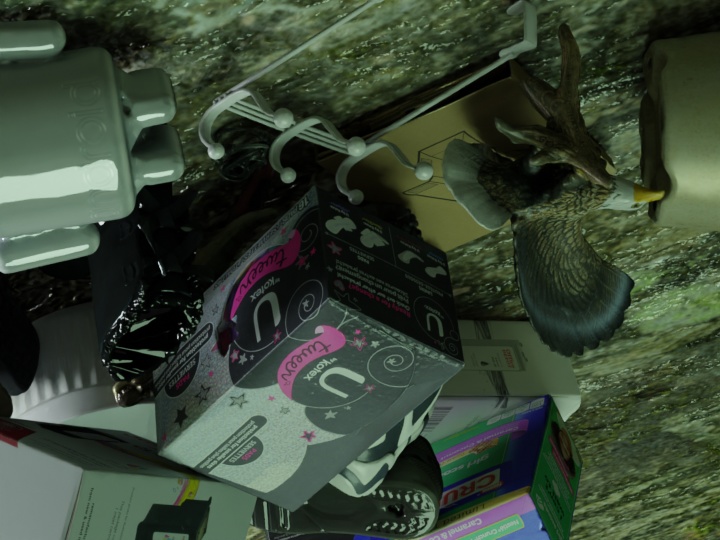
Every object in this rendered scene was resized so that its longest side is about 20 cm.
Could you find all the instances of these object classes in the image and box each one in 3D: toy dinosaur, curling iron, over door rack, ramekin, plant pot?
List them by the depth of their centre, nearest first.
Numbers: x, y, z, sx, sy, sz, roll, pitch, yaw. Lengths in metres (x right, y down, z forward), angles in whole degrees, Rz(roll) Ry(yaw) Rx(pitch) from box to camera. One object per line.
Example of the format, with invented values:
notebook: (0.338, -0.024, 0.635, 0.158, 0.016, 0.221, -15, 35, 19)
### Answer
over door rack: (0.008, -0.120, 1.542, 0.148, 0.067, 0.200, 17, 133, -43)
plant pot: (0.297, -0.101, 1.632, 0.183, 0.201, 0.201, -1, 151, -1)
curling iron: (-0.091, -0.052, 1.690, 0.049, 0.026, 0.200, 12, 153, -4)
toy dinosaur: (-0.142, 0.007, 1.705, 0.200, 0.088, 0.047, -55, 174, 23)
ramekin: (-0.204, 0.107, 1.838, 0.200, 0.105, 0.200, -11, 151, -6)

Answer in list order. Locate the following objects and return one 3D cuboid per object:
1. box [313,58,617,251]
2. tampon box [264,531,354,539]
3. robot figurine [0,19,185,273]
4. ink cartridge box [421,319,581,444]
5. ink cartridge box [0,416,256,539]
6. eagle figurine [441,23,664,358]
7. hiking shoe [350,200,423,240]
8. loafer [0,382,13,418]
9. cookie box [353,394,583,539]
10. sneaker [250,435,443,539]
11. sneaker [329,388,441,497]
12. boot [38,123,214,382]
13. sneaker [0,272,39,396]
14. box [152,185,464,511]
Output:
box: (0.082, -0.083, 1.712, 0.163, 0.021, 0.200, -23, 151, 19)
tampon box: (0.003, 0.244, 2.162, 0.150, 0.126, 0.200, -18, 153, 7)
robot figurine: (-0.216, -0.081, 1.476, 0.200, 0.113, 0.170, -10, 110, -5)
ink cartridge box: (0.069, 0.112, 1.997, 0.200, 0.083, 0.147, 2, 148, -29)
ink cartridge box: (-0.193, 0.165, 1.653, 0.146, 0.083, 0.200, 17, -177, 35)
eagle figurine: (0.136, -0.044, 1.594, 0.151, 0.152, 0.200, 29, 153, 10)
hiking shoe: (0.000, 0.000, 1.752, 0.100, 0.076, 0.200, 0, 162, 16)
loafer: (-0.330, 0.054, 1.631, 0.200, 0.067, 0.076, 48, 152, -21)
cookie box: (0.088, 0.199, 1.878, 0.171, 0.075, 0.200, -24, -165, 17)
sneaker: (-0.030, 0.155, 1.825, 0.199, 0.114, 0.076, 4, 116, 7)
sneaker: (0.032, 0.072, 1.757, 0.130, 0.079, 0.199, -59, 173, 33)
boot: (-0.171, 0.001, 1.597, 0.073, 0.163, 0.198, 5, 146, -29)
sneaker: (-0.302, 0.033, 1.691, 0.083, 0.072, 0.200, 5, 143, 15)
box: (-0.042, 0.060, 1.632, 0.132, 0.115, 0.200, 26, 126, -32)
